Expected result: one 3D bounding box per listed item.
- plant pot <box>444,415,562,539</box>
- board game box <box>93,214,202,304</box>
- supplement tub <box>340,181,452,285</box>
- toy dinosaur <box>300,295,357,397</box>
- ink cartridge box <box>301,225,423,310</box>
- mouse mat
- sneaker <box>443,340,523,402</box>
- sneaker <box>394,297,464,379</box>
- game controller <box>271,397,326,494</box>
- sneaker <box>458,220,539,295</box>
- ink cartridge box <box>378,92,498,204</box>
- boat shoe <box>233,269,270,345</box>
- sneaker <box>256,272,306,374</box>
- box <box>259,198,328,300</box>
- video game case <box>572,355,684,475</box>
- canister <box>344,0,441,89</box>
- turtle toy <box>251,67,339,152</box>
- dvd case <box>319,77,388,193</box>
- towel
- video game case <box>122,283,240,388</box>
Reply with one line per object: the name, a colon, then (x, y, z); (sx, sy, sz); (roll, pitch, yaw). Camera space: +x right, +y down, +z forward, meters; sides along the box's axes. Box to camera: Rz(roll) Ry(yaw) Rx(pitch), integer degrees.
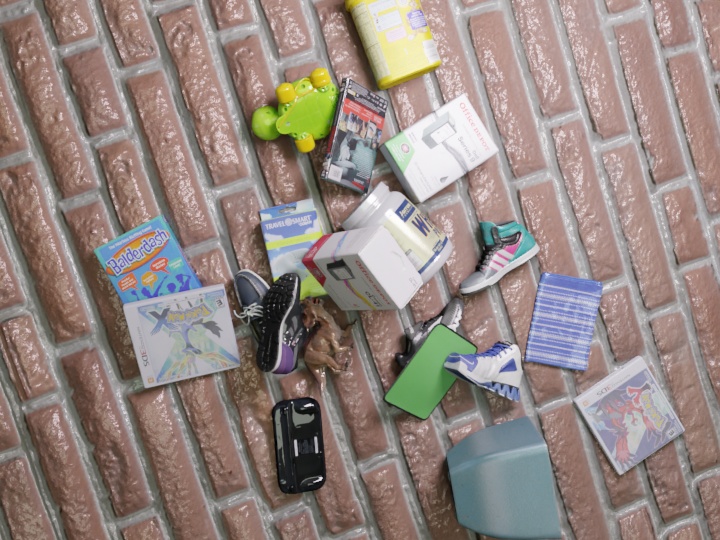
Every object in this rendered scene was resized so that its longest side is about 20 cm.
plant pot: (0.283, 0.436, 1.421); (0.199, 0.196, 0.197); (-11, 94, 4)
board game box: (-0.421, 0.010, 1.395); (0.152, 0.045, 0.201); (-29, 95, -4)
supplement tub: (0.072, -0.067, 1.393); (0.200, 0.145, 0.145); (43, 88, -6)
toy dinosaur: (-0.085, 0.151, 1.420); (0.135, 0.086, 0.201); (14, 96, -5)
ink cartridge box: (0.000, 0.000, 1.334); (0.086, 0.200, 0.148); (-49, 114, -26)
mouse mat: (0.148, 0.214, 1.432); (0.161, 0.008, 0.200); (34, 93, -41)
sneaker: (0.273, 0.193, 1.455); (0.199, 0.080, 0.116); (26, 80, -27)
sneaker: (0.141, 0.133, 1.449); (0.090, 0.066, 0.201); (33, 91, -9)
game controller: (-0.128, 0.370, 1.450); (0.104, 0.042, 0.201); (-6, 94, -20)
sneaker: (0.271, -0.043, 1.445); (0.200, 0.084, 0.121); (-33, 100, -11)
ink cartridge box: (0.162, -0.252, 1.426); (0.199, 0.084, 0.146); (-34, 96, -4)
boat shoe: (-0.207, 0.094, 1.406); (0.075, 0.062, 0.201); (-20, 98, 27)
sneaker: (-0.146, 0.106, 1.369); (0.087, 0.075, 0.201); (19, 82, -50)
box: (-0.132, -0.040, 1.423); (0.121, 0.048, 0.201); (-13, 94, -6)
video game case: (0.597, 0.322, 1.526); (0.182, 0.023, 0.201); (-33, 95, -4)
canister: (0.067, -0.490, 1.406); (0.148, 0.087, 0.201); (-21, 96, -5)
turtle toy: (-0.124, -0.319, 1.383); (0.199, 0.101, 0.146); (-24, 121, -5)
dvd case: (-0.010, -0.268, 1.390); (0.022, 0.146, 0.201); (12, 91, 36)
towel: (0.446, 0.112, 1.502); (0.144, 0.024, 0.201); (11, 91, -5)
video game case: (-0.357, 0.133, 1.387); (0.199, 0.022, 0.183); (-12, 110, -11)
